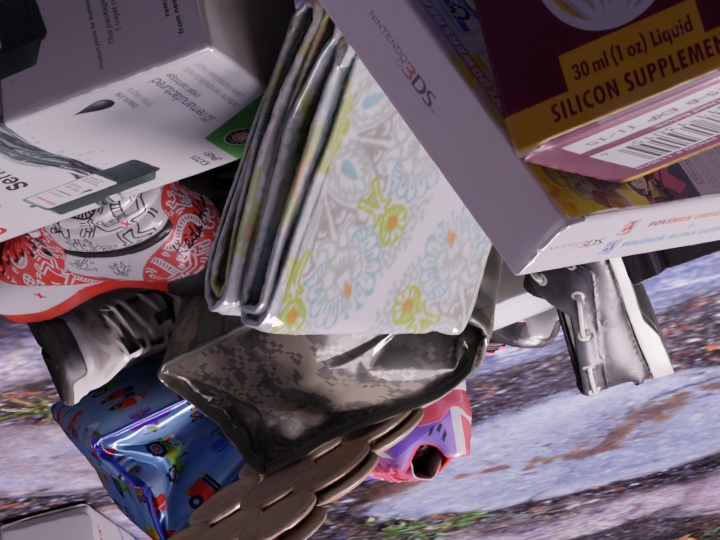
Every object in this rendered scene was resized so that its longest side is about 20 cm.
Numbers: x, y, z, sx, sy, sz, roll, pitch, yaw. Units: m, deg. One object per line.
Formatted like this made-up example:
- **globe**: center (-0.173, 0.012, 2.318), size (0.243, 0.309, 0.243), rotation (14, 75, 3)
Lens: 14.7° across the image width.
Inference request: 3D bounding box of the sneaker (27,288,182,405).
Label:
- **sneaker**: center (-0.143, 0.025, 1.730), size (0.115, 0.076, 0.201), rotation (-24, -178, -1)

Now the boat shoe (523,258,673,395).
- **boat shoe**: center (0.120, 0.001, 1.554), size (0.060, 0.076, 0.200), rotation (-22, 129, 7)

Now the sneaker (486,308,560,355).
- **sneaker**: center (0.059, 0.037, 1.764), size (0.079, 0.096, 0.200), rotation (4, -173, -31)

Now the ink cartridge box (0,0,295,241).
- **ink cartridge box**: center (-0.141, -0.091, 1.369), size (0.200, 0.083, 0.147), rotation (-18, 161, 17)

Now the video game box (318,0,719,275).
- **video game box**: center (0.082, -0.093, 1.280), size (0.182, 0.200, 0.047), rotation (-7, 146, -51)

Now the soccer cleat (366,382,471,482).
- **soccer cleat**: center (0.031, 0.141, 2.215), size (0.068, 0.073, 0.200), rotation (-4, 160, -27)

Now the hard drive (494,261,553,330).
- **hard drive**: center (0.096, -0.023, 1.675), size (0.200, 0.132, 0.027), rotation (-22, 127, 18)

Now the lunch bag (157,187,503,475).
- **lunch bag**: center (0.000, 0.000, 1.588), size (0.200, 0.164, 0.118), rotation (-25, 123, 32)

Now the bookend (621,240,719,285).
- **bookend**: center (0.247, -0.084, 1.530), size (0.199, 0.092, 0.200), rotation (-20, -175, 26)

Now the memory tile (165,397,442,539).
- **memory tile**: center (-0.031, 0.114, 1.604), size (0.153, 0.017, 0.200), rotation (-22, -166, 47)

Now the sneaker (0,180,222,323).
- **sneaker**: center (-0.173, -0.028, 1.590), size (0.201, 0.067, 0.108), rotation (-6, 145, 37)

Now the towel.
- **towel**: center (0.013, -0.053, 1.387), size (0.048, 0.171, 0.200), rotation (27, -166, 33)

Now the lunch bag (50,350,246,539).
- **lunch bag**: center (-0.082, 0.076, 1.788), size (0.200, 0.094, 0.151), rotation (-36, -166, -11)

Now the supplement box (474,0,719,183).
- **supplement box**: center (0.117, -0.154, 1.164), size (0.131, 0.200, 0.103), rotation (-23, 163, 29)

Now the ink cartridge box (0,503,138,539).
- **ink cartridge box**: center (-0.232, 0.292, 2.373), size (0.085, 0.145, 0.200), rotation (-13, 162, 5)
